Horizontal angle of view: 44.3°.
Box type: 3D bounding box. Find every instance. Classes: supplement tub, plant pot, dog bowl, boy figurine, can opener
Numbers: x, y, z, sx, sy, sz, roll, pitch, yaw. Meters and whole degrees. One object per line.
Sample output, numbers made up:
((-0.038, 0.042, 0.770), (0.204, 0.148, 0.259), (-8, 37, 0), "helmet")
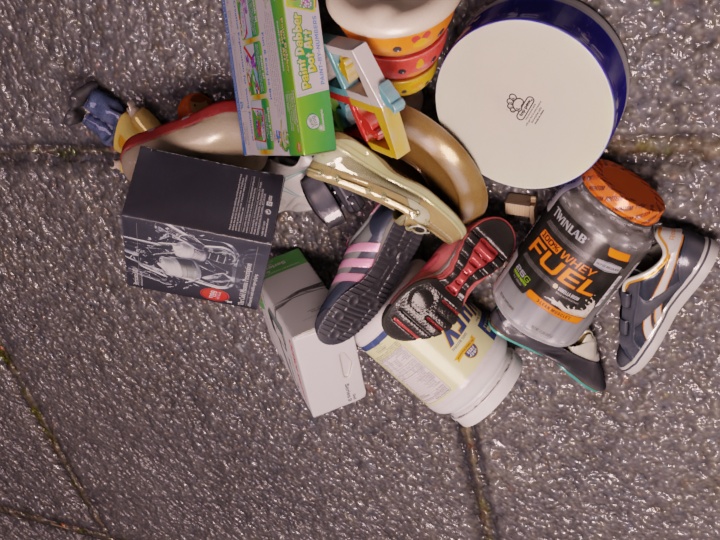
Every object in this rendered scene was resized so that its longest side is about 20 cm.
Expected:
((0.250, -0.020, 1.015), (0.122, 0.123, 0.201), (31, 121, 4), "supplement tub")
((0.104, 0.099, 1.188), (0.200, 0.145, 0.145), (41, 134, -5), "supplement tub")
((0.062, -0.121, 1.063), (0.200, 0.028, 0.200), (35, 159, 15), "plant pot")
((0.185, -0.193, 0.961), (0.199, 0.079, 0.201), (15, 130, 18), "dog bowl")
((-0.327, -0.181, 1.270), (0.200, 0.064, 0.124), (39, 131, 0), "boy figurine")
((-0.056, -0.155, 1.114), (0.201, 0.078, 0.063), (62, 172, -3), "can opener")

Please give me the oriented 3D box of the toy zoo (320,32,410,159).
((-0.009, -0.195, 0.967), (0.200, 0.020, 0.132), (35, 155, 55), "toy zoo")

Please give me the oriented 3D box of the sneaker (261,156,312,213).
((-0.118, -0.113, 1.211), (0.199, 0.070, 0.081), (-11, 103, 32), "sneaker")

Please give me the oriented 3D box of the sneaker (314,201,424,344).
((0.000, 0.000, 1.122), (0.070, 0.200, 0.082), (35, -177, -41), "sneaker")

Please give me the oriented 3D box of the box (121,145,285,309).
((-0.204, -0.048, 1.139), (0.181, 0.105, 0.200), (12, 152, -6), "box")

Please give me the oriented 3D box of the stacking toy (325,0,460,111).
((0.047, -0.247, 0.989), (0.145, 0.147, 0.200), (14, 149, 19), "stacking toy")

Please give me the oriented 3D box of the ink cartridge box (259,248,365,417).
((-0.075, 0.084, 1.243), (0.200, 0.084, 0.147), (-129, 22, -54), "ink cartridge box")

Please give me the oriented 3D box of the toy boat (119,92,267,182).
((-0.216, -0.179, 1.172), (0.199, 0.131, 0.131), (-15, 152, 20), "toy boat")

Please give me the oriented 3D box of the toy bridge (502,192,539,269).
((0.216, -0.008, 1.123), (0.067, 0.027, 0.201), (10, 129, 19), "toy bridge")

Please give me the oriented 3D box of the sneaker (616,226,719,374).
((0.340, 0.032, 1.052), (0.079, 0.079, 0.201), (24, 122, 4), "sneaker")

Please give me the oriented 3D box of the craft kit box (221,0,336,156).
((-0.097, -0.232, 1.002), (0.197, 0.048, 0.201), (-161, 62, -65), "craft kit box")

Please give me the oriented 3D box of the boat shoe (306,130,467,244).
((0.033, -0.083, 1.020), (0.200, 0.063, 0.073), (34, 178, -19), "boat shoe")

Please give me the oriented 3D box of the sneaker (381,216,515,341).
((0.108, 0.011, 1.096), (0.200, 0.087, 0.074), (-43, 101, 4), "sneaker")

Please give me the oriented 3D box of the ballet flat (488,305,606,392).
((0.258, 0.090, 1.139), (0.199, 0.073, 0.073), (30, 136, -18), "ballet flat")
